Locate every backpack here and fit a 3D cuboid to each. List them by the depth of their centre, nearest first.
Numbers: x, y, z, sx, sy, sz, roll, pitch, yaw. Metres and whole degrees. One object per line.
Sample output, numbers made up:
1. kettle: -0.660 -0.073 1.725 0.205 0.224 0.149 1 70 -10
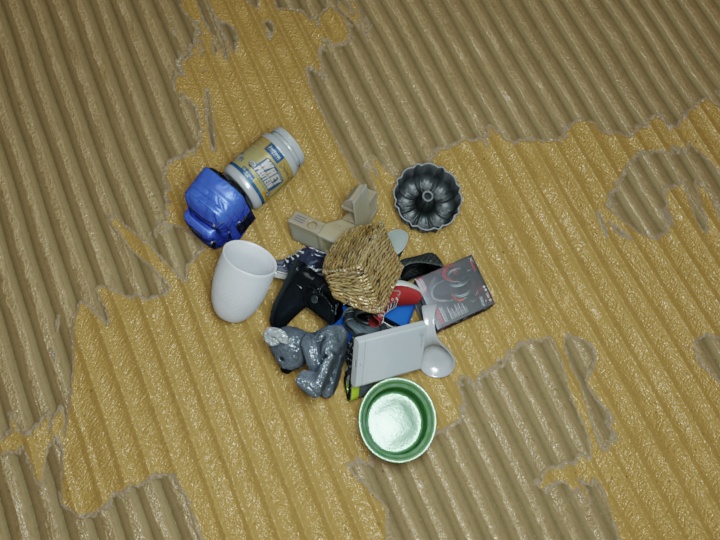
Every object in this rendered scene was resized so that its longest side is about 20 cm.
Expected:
1. backpack: -0.379 -0.160 1.660 0.160 0.201 0.170 31 73 6

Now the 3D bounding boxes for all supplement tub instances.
1. supplement tub: -0.265 -0.286 1.734 0.145 0.145 0.200 43 76 10

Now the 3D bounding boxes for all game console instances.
1. game console: 0.027 0.126 1.673 0.196 0.119 0.174 27 108 1

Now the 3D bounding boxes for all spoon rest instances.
1. spoon rest: 0.188 0.191 1.609 0.097 0.061 0.205 -6 112 15

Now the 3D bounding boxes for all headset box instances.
1. headset box: 0.239 0.070 1.686 0.196 0.075 0.152 -22 76 -9

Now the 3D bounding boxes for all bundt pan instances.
1. bundt pan: 0.186 -0.195 1.766 0.196 0.076 0.208 1 72 -2

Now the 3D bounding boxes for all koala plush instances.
1. koala plush: -0.144 0.201 1.577 0.196 0.177 0.188 19 83 16

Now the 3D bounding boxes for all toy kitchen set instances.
1. toy kitchen set: -0.073 -0.173 1.695 0.177 0.165 0.202 23 59 20

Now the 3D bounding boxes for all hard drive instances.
1. hard drive: 0.071 0.206 1.541 0.196 0.135 0.027 -11 30 -29

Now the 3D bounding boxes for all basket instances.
1. basket: 0.000 0.000 1.559 0.140 0.151 0.202 -9 34 30

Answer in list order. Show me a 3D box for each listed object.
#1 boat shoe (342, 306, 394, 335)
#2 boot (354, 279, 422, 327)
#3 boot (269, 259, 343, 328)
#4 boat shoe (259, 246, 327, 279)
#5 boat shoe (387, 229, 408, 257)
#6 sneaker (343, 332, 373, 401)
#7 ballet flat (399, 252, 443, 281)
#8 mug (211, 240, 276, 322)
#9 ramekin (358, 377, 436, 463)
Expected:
1. boat shoe: 0.039 0.164 1.585 0.197 0.066 0.075 36 107 -3
2. boot: 0.072 0.092 1.578 0.194 0.074 0.146 3 36 -14
3. boot: -0.133 0.097 1.608 0.166 0.076 0.204 31 105 20
4. boat shoe: -0.175 -0.025 1.677 0.194 0.075 0.095 12 104 -3
5. boat shoe: 0.066 -0.030 1.687 0.074 0.061 0.200 26 56 25
6. sneaker: 0.007 0.240 1.583 0.079 0.204 0.074 -5 36 -21
7. ballet flat: 0.144 -0.001 1.681 0.197 0.068 0.057 -23 42 -32
8. mug: -0.318 0.022 1.629 0.144 0.178 0.202 10 32 -29
9. ramekin: 0.089 0.378 1.570 0.194 0.098 0.206 1 73 -3
